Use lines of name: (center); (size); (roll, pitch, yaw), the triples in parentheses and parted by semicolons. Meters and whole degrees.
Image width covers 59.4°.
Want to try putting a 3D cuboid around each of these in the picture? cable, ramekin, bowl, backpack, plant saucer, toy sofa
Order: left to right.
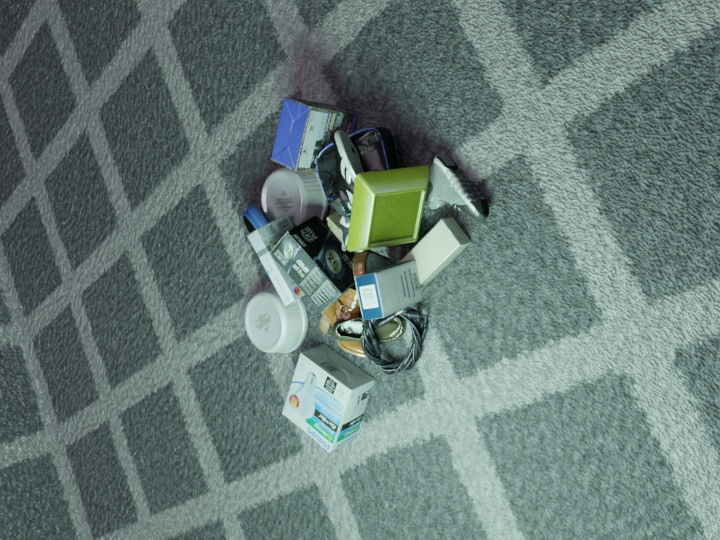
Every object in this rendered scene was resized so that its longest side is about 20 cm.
bowl: (-0.273, -0.089, 1.796); (0.202, 0.039, 0.202); (52, 166, 19)
ramekin: (-0.256, 0.148, 1.858); (0.198, 0.093, 0.209); (6, 100, 36)
ramekin: (-0.191, -0.195, 1.757); (0.198, 0.093, 0.209); (5, 98, 36)
toy sofa: (-0.092, -0.058, 1.716); (0.097, 0.083, 0.201); (43, 120, 4)
backpack: (0.003, -0.246, 1.579); (0.195, 0.146, 0.188); (-14, 94, 25)
plant saucer: (0.073, -0.132, 1.463); (0.048, 0.195, 0.204); (50, 142, 46)
cable: (0.080, 0.178, 1.589); (0.051, 0.159, 0.204); (-104, 29, -61)

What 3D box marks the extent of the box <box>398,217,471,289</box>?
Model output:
box: (0.169, -0.033, 1.536); (0.200, 0.068, 0.083); (-45, 72, 31)

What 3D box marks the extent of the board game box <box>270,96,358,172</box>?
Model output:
board game box: (-0.117, -0.345, 1.627); (0.096, 0.198, 0.163); (27, 110, 31)

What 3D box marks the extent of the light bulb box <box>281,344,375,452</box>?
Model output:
light bulb box: (-0.090, 0.349, 1.742); (0.196, 0.124, 0.205); (29, 111, 29)

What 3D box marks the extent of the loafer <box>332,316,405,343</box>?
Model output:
loafer: (0.021, 0.155, 1.627); (0.194, 0.070, 0.078); (-7, 86, 4)

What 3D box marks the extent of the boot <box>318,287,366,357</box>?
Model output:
boot: (-0.021, 0.128, 1.698); (0.197, 0.073, 0.158); (30, 106, 24)

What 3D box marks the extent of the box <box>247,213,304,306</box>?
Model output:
box: (-0.192, -0.031, 1.636); (0.041, 0.156, 0.203); (-26, 96, 31)

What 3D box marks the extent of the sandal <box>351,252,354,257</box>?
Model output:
sandal: (0.000, 0.000, 1.673); (0.196, 0.054, 0.084); (18, 107, 33)

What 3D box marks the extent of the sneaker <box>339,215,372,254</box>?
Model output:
sneaker: (0.039, -0.076, 1.597); (0.193, 0.080, 0.133); (8, 102, 3)

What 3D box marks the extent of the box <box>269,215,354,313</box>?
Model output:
box: (-0.105, -0.020, 1.593); (0.201, 0.163, 0.086); (49, 121, 2)

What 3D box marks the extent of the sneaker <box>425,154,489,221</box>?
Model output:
sneaker: (0.216, -0.166, 1.491); (0.116, 0.074, 0.202); (-52, 56, 34)

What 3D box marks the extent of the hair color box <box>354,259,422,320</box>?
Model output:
hair color box: (0.068, 0.042, 1.454); (0.059, 0.198, 0.103); (-9, 94, 33)

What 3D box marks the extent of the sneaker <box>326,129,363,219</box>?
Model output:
sneaker: (-0.047, -0.215, 1.486); (0.110, 0.073, 0.204); (-23, 94, 27)

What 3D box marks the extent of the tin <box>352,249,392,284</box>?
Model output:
tin: (0.040, 0.016, 1.529); (0.041, 0.199, 0.115); (-9, 78, 24)
